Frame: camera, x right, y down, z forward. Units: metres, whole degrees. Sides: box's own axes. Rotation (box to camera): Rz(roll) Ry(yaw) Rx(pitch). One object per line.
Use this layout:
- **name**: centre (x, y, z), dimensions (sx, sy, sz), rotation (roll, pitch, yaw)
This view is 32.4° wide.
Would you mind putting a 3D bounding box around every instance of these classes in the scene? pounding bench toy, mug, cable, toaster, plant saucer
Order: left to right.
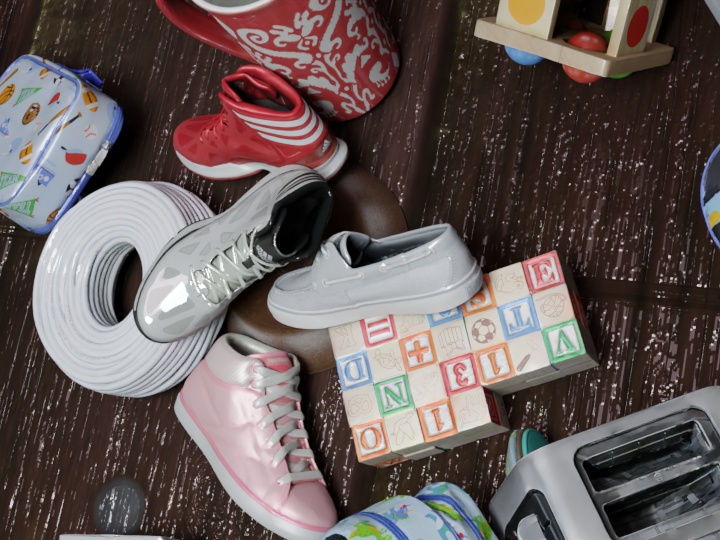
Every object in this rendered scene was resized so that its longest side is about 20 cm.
- **cable**: centre (-0.210, 0.013, 1.132), dimensions (0.200, 0.069, 0.200), rotation (-53, 56, 13)
- **mug**: centre (-0.065, -0.233, 1.082), dimensions (0.177, 0.200, 0.134), rotation (28, 81, 33)
- **plant saucer**: centre (-0.054, -0.010, 1.105), dimensions (0.199, 0.037, 0.202), rotation (-8, 70, 23)
- **pounding bench toy**: centre (0.206, -0.243, 1.014), dimensions (0.124, 0.199, 0.157), rotation (25, 117, 31)
- **toaster**: centre (0.209, 0.194, 0.830), dimensions (0.199, 0.119, 0.182), rotation (-17, 63, -12)

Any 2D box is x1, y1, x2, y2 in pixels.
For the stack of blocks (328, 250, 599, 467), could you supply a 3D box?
- **stack of blocks**: centre (0.085, 0.074, 0.994), dimensions (0.199, 0.059, 0.116), rotation (-20, 70, 16)

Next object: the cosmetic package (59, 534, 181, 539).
- **cosmetic package**: centre (-0.200, 0.326, 1.040), dimensions (0.107, 0.085, 0.202), rotation (-2, 73, 24)

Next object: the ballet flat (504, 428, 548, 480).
- **ballet flat**: centre (0.142, 0.218, 0.927), dimensions (0.074, 0.074, 0.201), rotation (-30, 60, 14)

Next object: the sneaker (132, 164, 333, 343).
- **sneaker**: centre (-0.103, -0.014, 1.005), dimensions (0.200, 0.115, 0.076), rotation (-42, 102, -6)

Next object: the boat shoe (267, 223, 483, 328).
- **boat shoe**: centre (0.000, 0.000, 0.992), dimensions (0.199, 0.069, 0.072), rotation (-3, 31, 40)

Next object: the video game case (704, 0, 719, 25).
- **video game case**: centre (0.313, -0.285, 0.926), dimensions (0.182, 0.200, 0.022), rotation (-48, 45, 4)

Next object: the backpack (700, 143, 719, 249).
- **backpack**: centre (0.351, -0.049, 0.869), dimensions (0.199, 0.134, 0.183), rotation (-34, 63, 11)

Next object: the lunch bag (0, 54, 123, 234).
- **lunch bag**: centre (-0.313, -0.130, 1.216), dimensions (0.200, 0.075, 0.161), rotation (30, 86, 50)

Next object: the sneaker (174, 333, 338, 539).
- **sneaker**: centre (-0.075, 0.131, 1.037), dimensions (0.200, 0.075, 0.105), rotation (44, 112, 33)

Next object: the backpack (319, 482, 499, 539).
- **backpack**: centre (0.029, 0.240, 0.897), dimensions (0.153, 0.200, 0.164), rotation (-25, 62, -8)

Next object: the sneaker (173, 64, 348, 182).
- **sneaker**: centre (-0.109, -0.142, 1.110), dimensions (0.199, 0.116, 0.079), rotation (7, 55, 35)
